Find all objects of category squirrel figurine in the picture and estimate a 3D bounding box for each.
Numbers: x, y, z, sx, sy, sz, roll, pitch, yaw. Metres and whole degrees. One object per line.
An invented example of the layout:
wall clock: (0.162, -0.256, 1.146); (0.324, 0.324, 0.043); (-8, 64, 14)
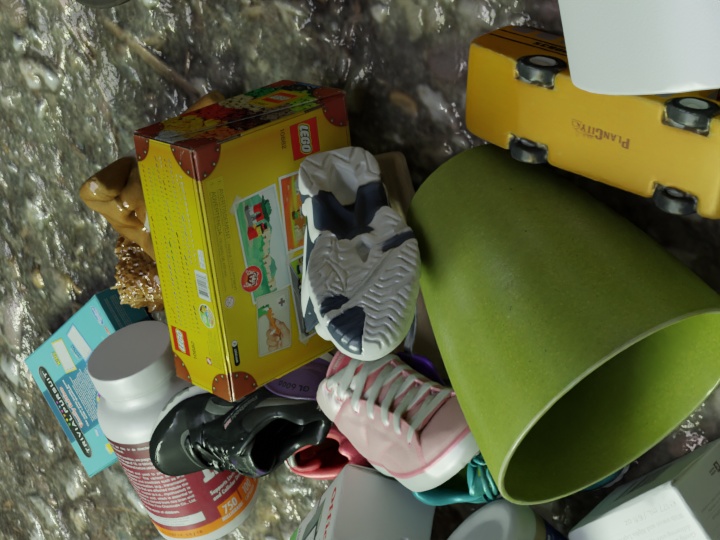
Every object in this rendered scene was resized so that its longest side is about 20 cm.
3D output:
squirrel figurine: (-0.149, -0.025, 1.125); (0.187, 0.141, 0.200); (54, 155, -7)

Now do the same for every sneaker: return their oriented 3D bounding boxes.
sneaker: (0.120, 0.149, 0.961); (0.199, 0.079, 0.078); (-23, 92, 47)
sneaker: (-0.046, 0.143, 1.117); (0.199, 0.086, 0.074); (-6, 105, 46)
sneaker: (-0.106, 0.138, 1.071); (0.199, 0.088, 0.076); (-29, 122, 24)
sneaker: (0.000, 0.020, 0.889); (0.200, 0.079, 0.130); (-113, 11, -49)
sneaker: (0.024, 0.101, 0.947); (0.105, 0.075, 0.200); (49, 162, -8)

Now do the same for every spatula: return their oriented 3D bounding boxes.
spatula: (0.035, 0.024, 0.968); (0.056, 0.020, 0.202); (6, 114, 60)

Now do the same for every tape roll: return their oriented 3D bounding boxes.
tape roll: (0.199, -0.148, 0.647); (0.201, 0.202, 0.072); (2, 112, 44)

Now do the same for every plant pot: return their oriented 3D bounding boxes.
plant pot: (0.119, 0.018, 0.846); (0.201, 0.186, 0.188); (56, 140, 31)

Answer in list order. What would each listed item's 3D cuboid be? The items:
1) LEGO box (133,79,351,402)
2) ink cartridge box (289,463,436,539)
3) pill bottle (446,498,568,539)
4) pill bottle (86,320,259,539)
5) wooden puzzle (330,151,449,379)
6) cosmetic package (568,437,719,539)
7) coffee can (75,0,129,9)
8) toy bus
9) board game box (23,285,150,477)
LEGO box: (-0.077, -0.026, 0.966); (0.077, 0.148, 0.202); (17, 122, 44)
ink cartridge box: (-0.013, 0.271, 1.068); (0.083, 0.147, 0.200); (17, 146, -9)
pill bottle: (0.149, 0.270, 0.929); (0.200, 0.116, 0.116); (41, 139, -12)
pill bottle: (-0.178, 0.152, 1.197); (0.112, 0.113, 0.201); (10, 134, 41)
wooden puzzle: (0.000, 0.000, 1.043); (0.199, 0.037, 0.187); (-2, 108, 50)
cosmetic package: (0.249, 0.232, 0.874); (0.201, 0.081, 0.113); (57, 136, 8)
coffee can: (-0.120, -0.279, 0.895); (0.146, 0.199, 0.148); (22, 125, 36)
toy bus: (0.157, -0.098, 0.802); (0.199, 0.078, 0.066); (24, 124, 35)
board game box: (-0.268, 0.119, 1.352); (0.200, 0.047, 0.152); (-34, 85, 48)
